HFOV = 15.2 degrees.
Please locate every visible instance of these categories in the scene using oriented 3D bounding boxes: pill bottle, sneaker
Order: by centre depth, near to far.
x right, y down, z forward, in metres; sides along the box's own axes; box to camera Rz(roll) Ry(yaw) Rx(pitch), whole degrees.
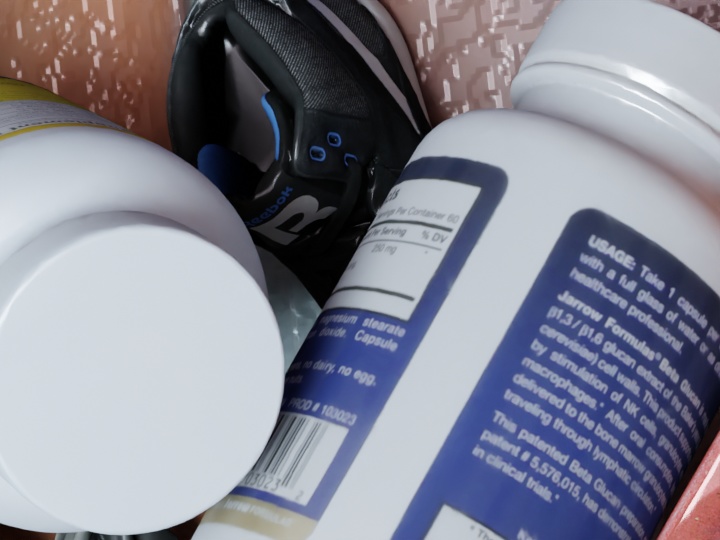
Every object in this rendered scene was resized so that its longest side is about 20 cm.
[{"bbox_3d":[0.045,0.026,0.752,0.111,0.111,0.200,24,73,21],"label":"pill bottle"},{"bbox_3d":[-0.091,0.010,0.764,0.200,0.112,0.112,-151,69,-66],"label":"pill bottle"},{"bbox_3d":[0.000,0.000,0.830,0.073,0.112,0.200,-34,80,23],"label":"sneaker"}]

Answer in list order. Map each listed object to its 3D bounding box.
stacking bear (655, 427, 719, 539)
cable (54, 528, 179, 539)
[{"bbox_3d":[0.189,0.094,0.758,0.200,0.121,0.114,30,124,8],"label":"stacking bear"},{"bbox_3d":[-0.092,0.079,0.889,0.050,0.097,0.200,-17,83,36],"label":"cable"}]
